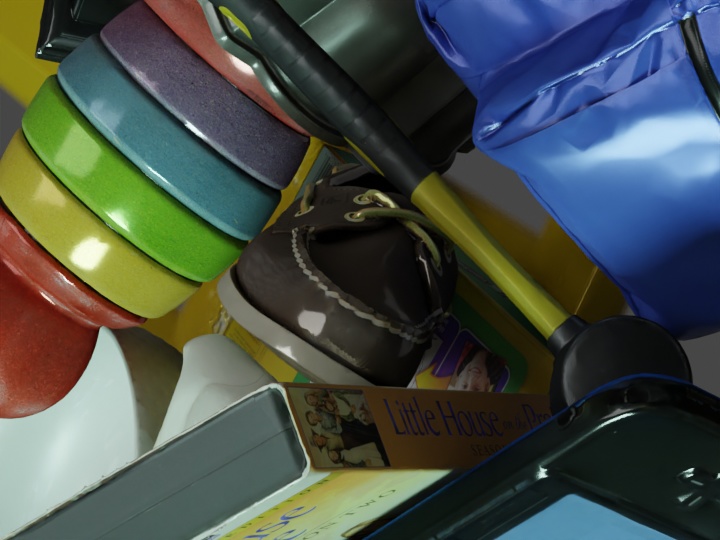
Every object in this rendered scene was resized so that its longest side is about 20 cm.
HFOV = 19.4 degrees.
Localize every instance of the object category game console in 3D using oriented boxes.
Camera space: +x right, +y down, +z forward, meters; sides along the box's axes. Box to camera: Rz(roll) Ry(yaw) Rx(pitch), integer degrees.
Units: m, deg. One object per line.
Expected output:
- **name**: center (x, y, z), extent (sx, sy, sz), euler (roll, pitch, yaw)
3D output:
- **game console**: center (0.077, 0.144, 0.609), extent (0.200, 0.170, 0.119), euler (-38, 40, 37)

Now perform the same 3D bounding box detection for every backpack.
- **backpack**: center (0.139, -0.082, 0.620), extent (0.199, 0.162, 0.168), euler (-29, 35, 30)

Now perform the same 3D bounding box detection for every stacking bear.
- **stacking bear**: center (-0.104, -0.027, 0.854), extent (0.200, 0.121, 0.114), euler (-49, 59, 7)

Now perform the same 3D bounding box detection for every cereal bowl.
- **cereal bowl**: center (-0.113, 0.123, 0.933), extent (0.200, 0.083, 0.201), euler (-31, 50, 48)

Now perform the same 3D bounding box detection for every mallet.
- **mallet**: center (0.025, -0.017, 0.640), extent (0.041, 0.066, 0.200), euler (-42, 71, -5)

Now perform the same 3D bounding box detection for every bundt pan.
- **bundt pan**: center (0.006, -0.137, 0.744), extent (0.076, 0.201, 0.203), euler (-30, 51, 29)

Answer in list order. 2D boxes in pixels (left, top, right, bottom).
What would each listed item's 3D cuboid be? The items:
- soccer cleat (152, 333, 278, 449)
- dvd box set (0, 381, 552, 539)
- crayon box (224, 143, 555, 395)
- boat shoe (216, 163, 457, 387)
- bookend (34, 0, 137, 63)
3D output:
- **soccer cleat**: center (-0.053, 0.116, 0.812), extent (0.078, 0.069, 0.201), euler (-121, 33, -46)
- **dvd box set**: center (-0.020, 0.079, 0.644), extent (0.146, 0.200, 0.030), euler (-31, 71, 25)
- **crayon box**: center (0.021, 0.048, 0.815), extent (0.119, 0.058, 0.200), euler (-62, 36, 13)
- **boat shoe**: center (0.000, 0.000, 0.701), extent (0.060, 0.072, 0.200), euler (-53, 3, 6)
- **bookend**: center (-0.082, -0.216, 0.988), extent (0.199, 0.091, 0.201), euler (136, 143, -69)
